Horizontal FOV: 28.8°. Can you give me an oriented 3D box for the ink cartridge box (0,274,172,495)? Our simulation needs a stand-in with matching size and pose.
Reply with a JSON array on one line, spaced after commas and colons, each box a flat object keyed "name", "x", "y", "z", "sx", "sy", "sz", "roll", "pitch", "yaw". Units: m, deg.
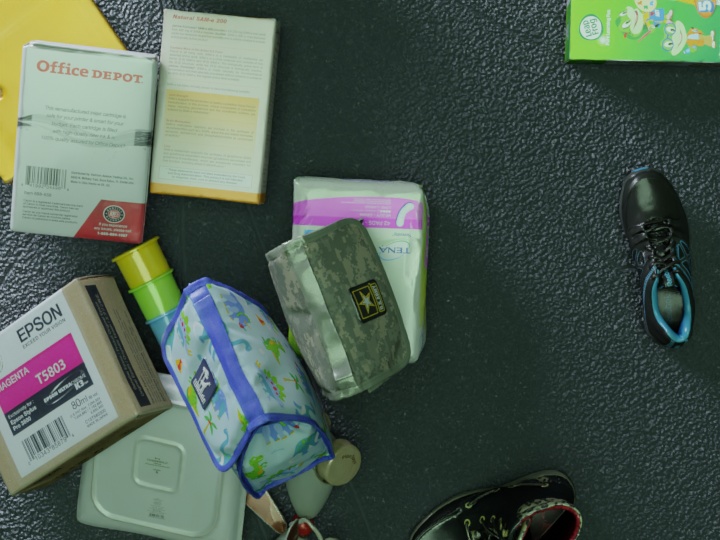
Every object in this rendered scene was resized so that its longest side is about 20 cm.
[{"name": "ink cartridge box", "x": -0.326, "y": 0.125, "z": 1.524, "sx": 0.199, "sy": 0.075, "sz": 0.166, "roll": -33, "pitch": 79, "yaw": 22}]

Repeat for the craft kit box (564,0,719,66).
[{"name": "craft kit box", "x": 0.325, "y": -0.328, "z": 1.537, "sx": 0.194, "sy": 0.049, "sz": 0.203, "roll": 1, "pitch": 93, "yaw": 4}]

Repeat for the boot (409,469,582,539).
[{"name": "boot", "x": 0.146, "y": 0.284, "z": 1.521, "sx": 0.201, "sy": 0.154, "sz": 0.074, "roll": -23, "pitch": 92, "yaw": 3}]

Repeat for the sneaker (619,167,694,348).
[{"name": "sneaker", "x": 0.335, "y": -0.015, "z": 1.535, "sx": 0.072, "sy": 0.082, "sz": 0.203, "roll": -13, "pitch": 92, "yaw": 4}]

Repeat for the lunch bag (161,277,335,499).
[{"name": "lunch bag", "x": -0.117, "y": 0.117, "z": 1.424, "sx": 0.126, "sy": 0.201, "sz": 0.171, "roll": -27, "pitch": 66, "yaw": -7}]

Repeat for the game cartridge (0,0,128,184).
[{"name": "game cartridge", "x": -0.366, "y": -0.226, "z": 1.570, "sx": 0.199, "sy": 0.032, "sz": 0.177, "roll": -35, "pitch": 92, "yaw": 1}]

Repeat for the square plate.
[{"name": "square plate", "x": -0.221, "y": 0.214, "z": 1.564, "sx": 0.197, "sy": 0.028, "sz": 0.201, "roll": 11, "pitch": 104, "yaw": 9}]

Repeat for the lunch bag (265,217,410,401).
[{"name": "lunch bag", "x": -0.021, "y": 0.038, "z": 1.422, "sx": 0.116, "sy": 0.200, "sz": 0.166, "roll": -21, "pitch": 91, "yaw": 5}]

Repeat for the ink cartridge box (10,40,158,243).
[{"name": "ink cartridge box", "x": -0.298, "y": -0.142, "z": 1.520, "sx": 0.142, "sy": 0.084, "sz": 0.203, "roll": 6, "pitch": 103, "yaw": -9}]

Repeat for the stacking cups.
[{"name": "stacking cups", "x": -0.205, "y": 0.062, "z": 1.569, "sx": 0.060, "sy": 0.061, "sz": 0.202, "roll": -28, "pitch": 96, "yaw": 3}]

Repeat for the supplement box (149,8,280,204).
[{"name": "supplement box", "x": -0.159, "y": -0.179, "z": 1.543, "sx": 0.124, "sy": 0.074, "sz": 0.203, "roll": 6, "pitch": 94, "yaw": 1}]

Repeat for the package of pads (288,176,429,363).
[{"name": "package of pads", "x": 0.000, "y": 0.000, "z": 1.553, "sx": 0.152, "sy": 0.068, "sz": 0.203, "roll": 3, "pitch": 94, "yaw": 3}]

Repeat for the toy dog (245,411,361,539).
[{"name": "toy dog", "x": -0.077, "y": 0.249, "z": 1.546, "sx": 0.095, "sy": 0.131, "sz": 0.203, "roll": 10, "pitch": 86, "yaw": -38}]
